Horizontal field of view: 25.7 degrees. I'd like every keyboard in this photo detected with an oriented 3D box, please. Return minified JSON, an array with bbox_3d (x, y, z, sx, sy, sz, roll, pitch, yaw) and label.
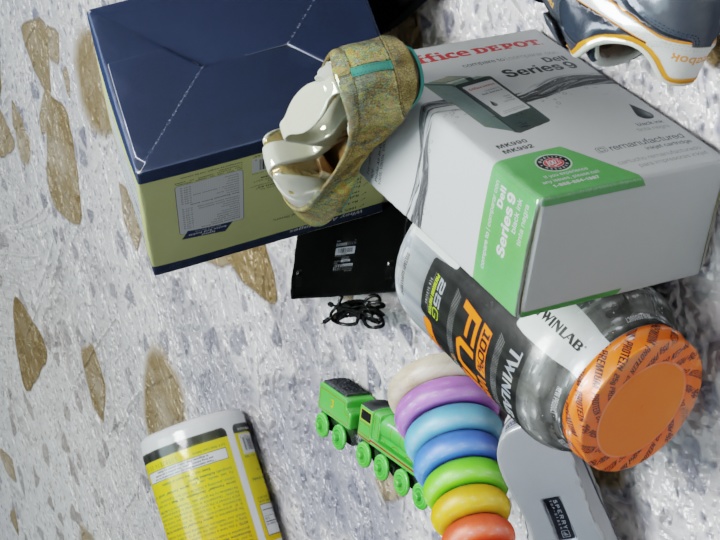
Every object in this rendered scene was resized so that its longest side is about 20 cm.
[{"bbox_3d":[0.000,0.000,1.334,0.200,0.039,0.105,-5,75,62],"label":"keyboard"}]

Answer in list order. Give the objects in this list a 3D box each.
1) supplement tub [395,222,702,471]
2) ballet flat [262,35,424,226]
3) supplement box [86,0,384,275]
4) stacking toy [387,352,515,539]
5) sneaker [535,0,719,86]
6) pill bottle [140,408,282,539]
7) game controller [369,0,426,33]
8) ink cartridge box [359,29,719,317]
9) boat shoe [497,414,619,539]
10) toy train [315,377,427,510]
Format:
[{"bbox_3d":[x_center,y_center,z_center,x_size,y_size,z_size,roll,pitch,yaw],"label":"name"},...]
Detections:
[{"bbox_3d":[0.120,0.033,1.025,0.200,0.122,0.123,44,138,45],"label":"supplement tub"},{"bbox_3d":[-0.026,-0.083,0.997,0.071,0.070,0.200,68,151,15],"label":"ballet flat"},{"bbox_3d":[-0.086,-0.115,1.193,0.200,0.198,0.135,101,152,-69],"label":"supplement box"},{"bbox_3d":[0.075,0.162,1.143,0.086,0.085,0.201,115,153,-49],"label":"stacking toy"},{"bbox_3d":[0.135,-0.172,0.956,0.200,0.078,0.080,38,128,47],"label":"sneaker"},{"bbox_3d":[-0.144,0.251,1.602,0.112,0.112,0.202,-33,73,60],"label":"pill bottle"},{"bbox_3d":[0.039,-0.249,1.134,0.200,0.042,0.105,-32,74,60],"label":"game controller"},{"bbox_3d":[0.104,-0.068,0.986,0.200,0.145,0.085,44,138,45],"label":"ink cartridge box"},{"bbox_3d":[0.144,0.172,1.105,0.070,0.070,0.201,-14,115,20],"label":"boat shoe"},{"bbox_3d":[0.022,0.143,1.338,0.200,0.041,0.057,28,115,54],"label":"toy train"}]
